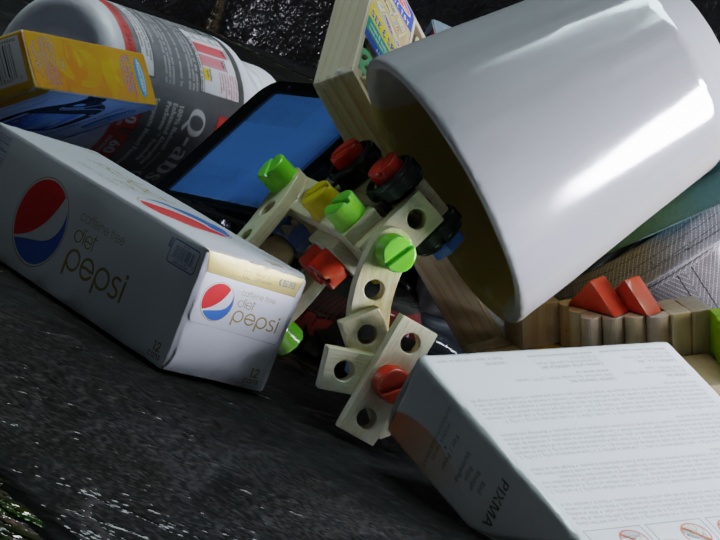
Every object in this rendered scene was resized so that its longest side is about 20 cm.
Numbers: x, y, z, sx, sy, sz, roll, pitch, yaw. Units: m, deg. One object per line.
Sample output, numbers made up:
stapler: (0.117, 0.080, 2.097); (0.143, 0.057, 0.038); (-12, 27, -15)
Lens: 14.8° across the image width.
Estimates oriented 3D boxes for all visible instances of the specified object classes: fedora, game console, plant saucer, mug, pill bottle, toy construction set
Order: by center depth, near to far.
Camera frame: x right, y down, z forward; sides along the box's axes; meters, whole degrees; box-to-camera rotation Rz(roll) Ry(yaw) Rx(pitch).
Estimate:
toy construction set: (-0.017, 0.002, 1.379); (0.092, 0.131, 0.200); (51, -8, -34)
mug: (0.099, -0.079, 1.407); (0.150, 0.153, 0.187); (63, -10, -18)
plant saucer: (0.149, -0.035, 1.466); (0.019, 0.200, 0.070); (56, 42, -11)
fedora: (0.181, -0.002, 1.528); (0.090, 0.177, 0.200); (57, 1, -10)
game console: (-0.102, -0.079, 1.611); (0.170, 0.119, 0.200); (19, -3, -25)
pill bottle: (-0.145, -0.113, 1.865); (0.116, 0.116, 0.200); (27, 9, 36)

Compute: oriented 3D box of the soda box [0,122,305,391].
soda box: (-0.117, -0.009, 1.378); (0.068, 0.064, 0.200); (16, 10, -42)

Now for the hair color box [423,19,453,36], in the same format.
hair color box: (0.107, -0.059, 1.649); (0.200, 0.099, 0.061); (24, 25, -17)

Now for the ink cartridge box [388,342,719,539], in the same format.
ink cartridge box: (0.130, 0.111, 1.248); (0.162, 0.050, 0.200); (-2, 40, -37)

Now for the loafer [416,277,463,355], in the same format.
loafer: (0.102, 0.032, 1.712); (0.200, 0.073, 0.073); (19, 7, -30)

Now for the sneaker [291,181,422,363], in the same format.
sneaker: (0.000, 0.000, 1.540); (0.071, 0.098, 0.200); (22, 8, -15)

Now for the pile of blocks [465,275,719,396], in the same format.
pile of blocks: (0.147, 0.038, 1.392); (0.199, 0.062, 0.082); (1, 19, 15)

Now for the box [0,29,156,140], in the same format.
box: (-0.206, -0.102, 1.645); (0.119, 0.042, 0.200); (-17, -4, 17)

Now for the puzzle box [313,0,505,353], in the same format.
puzzle box: (0.037, -0.061, 1.531); (0.200, 0.025, 0.133); (60, 22, -28)
